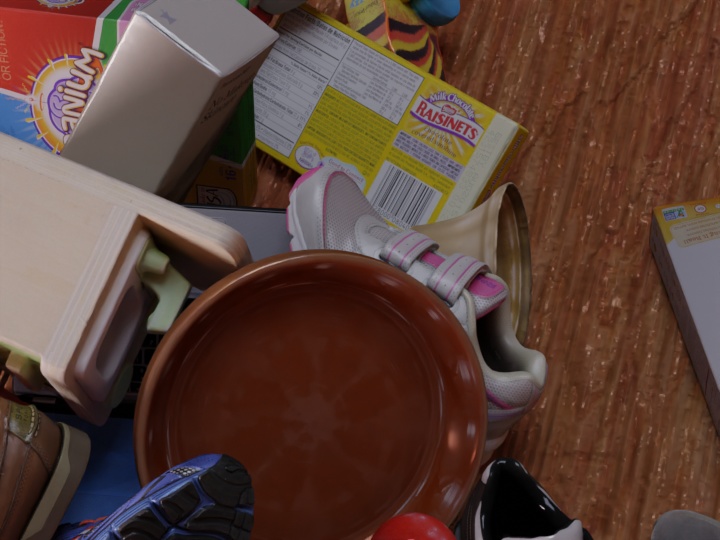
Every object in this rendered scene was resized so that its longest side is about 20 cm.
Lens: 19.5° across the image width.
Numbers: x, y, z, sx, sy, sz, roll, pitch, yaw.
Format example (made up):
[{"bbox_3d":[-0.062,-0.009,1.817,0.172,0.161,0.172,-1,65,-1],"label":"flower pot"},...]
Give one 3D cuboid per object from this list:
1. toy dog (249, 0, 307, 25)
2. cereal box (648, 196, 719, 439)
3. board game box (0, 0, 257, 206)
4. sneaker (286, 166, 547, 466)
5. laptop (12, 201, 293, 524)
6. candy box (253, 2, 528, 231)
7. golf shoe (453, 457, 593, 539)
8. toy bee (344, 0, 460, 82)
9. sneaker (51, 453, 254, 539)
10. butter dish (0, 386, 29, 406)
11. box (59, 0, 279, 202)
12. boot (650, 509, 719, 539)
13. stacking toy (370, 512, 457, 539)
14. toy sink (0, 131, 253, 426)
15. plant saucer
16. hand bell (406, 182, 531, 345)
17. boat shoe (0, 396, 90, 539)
[{"bbox_3d":[-0.121,-0.178,1.415,0.200,0.096,0.132,-46,34,8],"label":"toy dog"},{"bbox_3d":[0.272,0.032,1.294,0.143,0.040,0.201,-8,47,-6],"label":"cereal box"},{"bbox_3d":[-0.169,-0.114,1.365,0.199,0.154,0.040,7,42,9],"label":"board game box"},{"bbox_3d":[0.039,0.014,1.220,0.200,0.088,0.081,51,33,-6],"label":"sneaker"},{"bbox_3d":[-0.125,0.068,1.224,0.186,0.201,0.116,4,13,4],"label":"laptop"},{"bbox_3d":[0.006,-0.095,1.392,0.200,0.026,0.103,33,94,28],"label":"candy box"},{"bbox_3d":[0.101,0.189,1.116,0.077,0.095,0.200,-18,50,-16],"label":"golf shoe"},{"bbox_3d":[0.007,-0.196,1.468,0.131,0.108,0.200,-46,37,18],"label":"toy bee"},{"bbox_3d":[-0.136,0.155,1.110,0.200,0.075,0.079,-39,36,20],"label":"sneaker"},{"bbox_3d":[-0.305,0.101,1.152,0.199,0.148,0.200,27,69,23],"label":"butter dish"},{"bbox_3d":[-0.133,-0.079,1.288,0.068,0.200,0.082,38,37,5],"label":"box"},{"bbox_3d":[0.200,0.238,1.083,0.182,0.072,0.200,48,26,-8],"label":"boot"},{"bbox_3d":[-0.026,0.196,1.116,0.199,0.086,0.085,-30,53,-24],"label":"stacking toy"},{"bbox_3d":[-0.171,0.009,1.173,0.199,0.130,0.113,22,77,8],"label":"toy sink"},{"bbox_3d":[-0.028,0.086,1.160,0.199,0.201,0.032,-15,18,-13],"label":"plant saucer"},{"bbox_3d":[0.000,0.000,1.314,0.199,0.104,0.104,-1,46,16],"label":"hand bell"},{"bbox_3d":[-0.218,0.161,1.110,0.068,0.072,0.201,27,85,-22],"label":"boat shoe"}]
